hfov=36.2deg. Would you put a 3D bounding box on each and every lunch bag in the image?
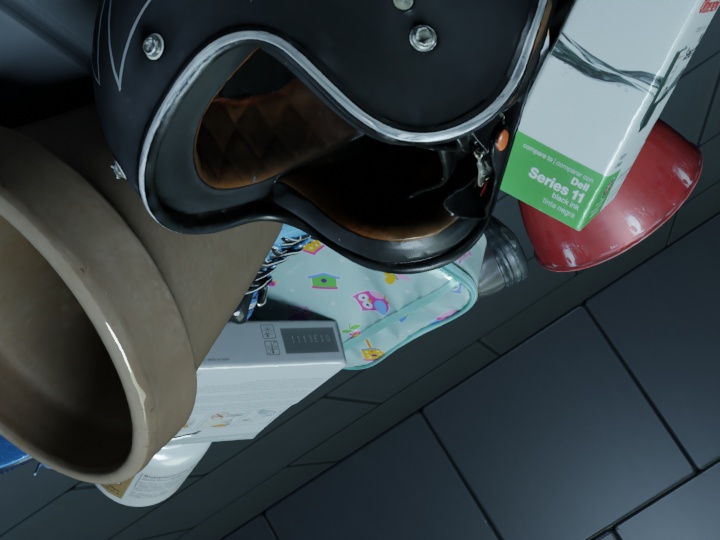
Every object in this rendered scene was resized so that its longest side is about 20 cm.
[{"bbox_3d":[0.000,0.000,0.908,0.200,0.160,0.077,-32,-151,43],"label":"lunch bag"}]

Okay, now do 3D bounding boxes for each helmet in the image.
[{"bbox_3d":[-0.018,-0.101,0.496,0.200,0.190,0.201,18,90,-82],"label":"helmet"}]

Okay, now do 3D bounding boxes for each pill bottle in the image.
[{"bbox_3d":[-0.209,0.159,1.130,0.114,0.115,0.200,-23,163,-33],"label":"pill bottle"}]

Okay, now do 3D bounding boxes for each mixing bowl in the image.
[{"bbox_3d":[0.233,-0.105,1.128,0.200,0.108,0.200,-35,-158,16],"label":"mixing bowl"}]

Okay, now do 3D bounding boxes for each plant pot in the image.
[{"bbox_3d":[-0.136,-0.016,0.603,0.175,0.200,0.200,-46,178,-39],"label":"plant pot"}]

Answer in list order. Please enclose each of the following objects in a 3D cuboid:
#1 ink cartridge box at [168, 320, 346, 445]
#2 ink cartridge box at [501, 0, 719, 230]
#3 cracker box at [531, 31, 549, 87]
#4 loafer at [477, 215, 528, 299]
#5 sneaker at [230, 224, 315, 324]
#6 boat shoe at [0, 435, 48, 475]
[{"bbox_3d":[-0.138,0.096,0.902,0.199,0.044,0.174,1,153,-35],"label":"ink cartridge box"},{"bbox_3d":[0.191,-0.146,0.837,0.147,0.083,0.200,-31,148,-62],"label":"ink cartridge box"},{"bbox_3d":[0.073,-0.141,0.839,0.134,0.058,0.200,-32,165,2],"label":"cracker box"},{"bbox_3d":[0.071,-0.031,1.011,0.072,0.073,0.200,-31,-151,-12],"label":"loafer"},{"bbox_3d":[-0.066,-0.011,0.723,0.200,0.090,0.078,-17,165,36],"label":"sneaker"},{"bbox_3d":[-0.266,0.133,0.974,0.200,0.084,0.069,-26,153,-17],"label":"boat shoe"}]
